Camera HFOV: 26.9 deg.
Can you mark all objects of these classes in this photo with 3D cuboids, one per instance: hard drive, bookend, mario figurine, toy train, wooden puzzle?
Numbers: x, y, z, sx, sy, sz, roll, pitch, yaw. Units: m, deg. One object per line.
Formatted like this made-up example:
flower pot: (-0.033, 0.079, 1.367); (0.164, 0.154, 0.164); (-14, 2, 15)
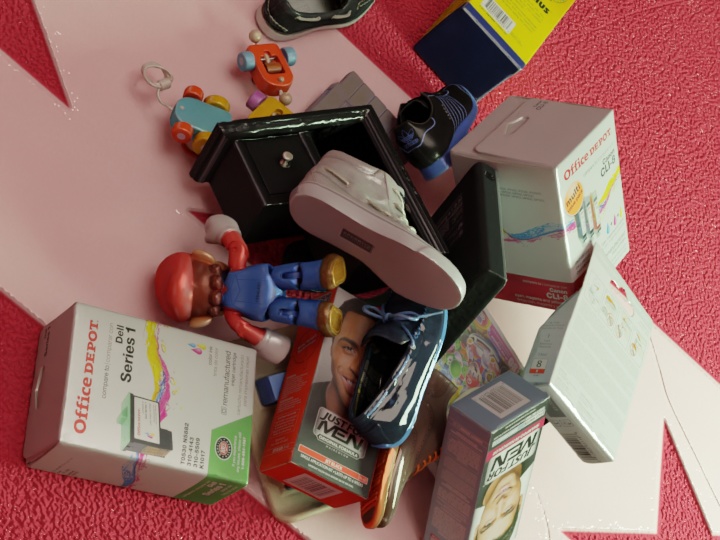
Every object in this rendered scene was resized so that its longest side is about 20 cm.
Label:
hard drive: (0.103, -0.010, 1.625); (0.033, 0.140, 0.200); (27, 33, -17)
bookend: (-0.045, -0.062, 1.587); (0.200, 0.092, 0.199); (-10, 63, -34)
mario figurine: (-0.112, 0.017, 1.533); (0.199, 0.106, 0.124); (5, 53, 15)
toy train: (-0.146, -0.186, 1.667); (0.200, 0.056, 0.150); (-16, 65, -35)
wooden puzzle: (-0.039, 0.148, 1.590); (0.185, 0.046, 0.201); (-13, 78, -39)

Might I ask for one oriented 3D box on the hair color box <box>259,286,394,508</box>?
hair color box: (-0.025, 0.129, 1.542); (0.101, 0.061, 0.201); (30, 57, -27)

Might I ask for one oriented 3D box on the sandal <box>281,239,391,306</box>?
sandal: (0.000, 0.000, 1.668); (0.200, 0.045, 0.075); (3, 83, -45)

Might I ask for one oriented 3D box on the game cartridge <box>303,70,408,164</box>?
game cartridge: (-0.026, -0.131, 1.738); (0.130, 0.038, 0.200); (45, 51, -6)

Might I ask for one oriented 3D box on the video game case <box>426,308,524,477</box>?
video game case: (0.117, 0.141, 1.702); (0.143, 0.018, 0.200); (56, 48, -23)

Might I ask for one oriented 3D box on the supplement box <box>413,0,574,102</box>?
supplement box: (0.177, -0.321, 1.921); (0.110, 0.109, 0.200); (46, 51, -10)

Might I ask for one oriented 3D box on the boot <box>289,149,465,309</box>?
boot: (0.031, -0.048, 1.509); (0.200, 0.074, 0.096); (34, 49, -1)

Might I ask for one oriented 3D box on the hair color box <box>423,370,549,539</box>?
hair color box: (0.131, 0.215, 1.589); (0.061, 0.200, 0.099); (33, 41, 32)

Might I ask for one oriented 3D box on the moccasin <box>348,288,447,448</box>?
moccasin: (0.038, 0.077, 1.514); (0.068, 0.080, 0.201); (36, 53, -38)

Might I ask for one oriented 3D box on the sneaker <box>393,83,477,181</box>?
sneaker: (0.087, -0.186, 1.786); (0.078, 0.070, 0.200); (51, 26, -19)

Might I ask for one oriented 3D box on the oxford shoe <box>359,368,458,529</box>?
oxford shoe: (0.054, 0.183, 1.556); (0.073, 0.071, 0.200); (27, 58, -11)

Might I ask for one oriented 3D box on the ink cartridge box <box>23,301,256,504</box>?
ink cartridge box: (-0.209, 0.130, 1.450); (0.200, 0.084, 0.145); (17, 60, -28)

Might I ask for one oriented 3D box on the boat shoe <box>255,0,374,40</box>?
boat shoe: (-0.036, -0.328, 1.801); (0.200, 0.060, 0.076); (-36, 93, -40)

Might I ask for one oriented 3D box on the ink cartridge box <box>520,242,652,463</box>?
ink cartridge box: (0.261, 0.094, 1.720); (0.162, 0.050, 0.200); (49, 49, -36)

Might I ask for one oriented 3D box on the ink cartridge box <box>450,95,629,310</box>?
ink cartridge box: (0.212, -0.081, 1.758); (0.145, 0.144, 0.200); (-44, 133, -39)

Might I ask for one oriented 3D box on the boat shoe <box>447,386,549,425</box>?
boat shoe: (0.162, 0.161, 1.684); (0.200, 0.067, 0.072); (-20, 99, -45)
